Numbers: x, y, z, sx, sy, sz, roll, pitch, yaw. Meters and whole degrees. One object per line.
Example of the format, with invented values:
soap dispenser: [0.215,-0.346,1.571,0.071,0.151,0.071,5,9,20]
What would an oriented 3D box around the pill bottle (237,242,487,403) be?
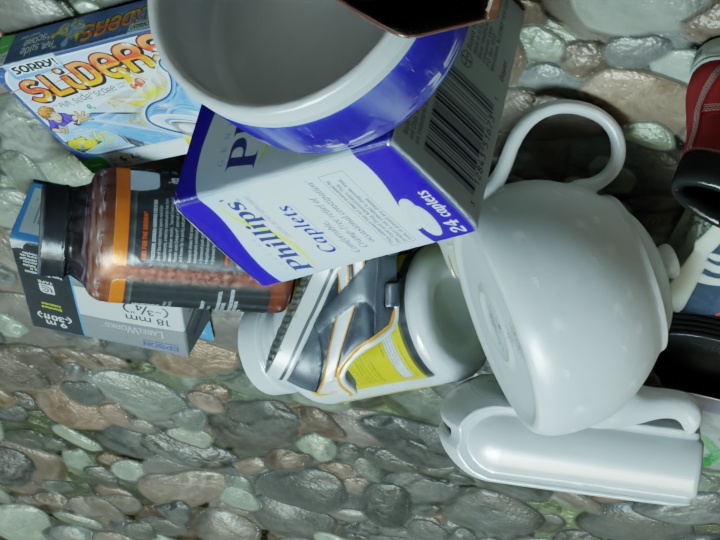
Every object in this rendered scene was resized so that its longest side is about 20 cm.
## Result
pill bottle: [0.001,0.047,1.931,0.199,0.113,0.112,-12,139,36]

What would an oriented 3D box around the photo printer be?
photo printer: [0.159,0.128,1.852,0.198,0.070,0.166,7,-173,1]

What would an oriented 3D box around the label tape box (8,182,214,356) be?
label tape box: [-0.206,0.018,2.023,0.143,0.064,0.201,10,147,10]

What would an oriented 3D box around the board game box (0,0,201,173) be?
board game box: [-0.162,-0.140,1.788,0.199,0.035,0.135,-10,140,35]

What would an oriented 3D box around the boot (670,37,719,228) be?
boot: [0.308,-0.065,1.596,0.199,0.145,0.073,14,146,1]

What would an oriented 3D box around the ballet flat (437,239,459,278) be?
ballet flat: [0.100,-0.010,1.840,0.066,0.067,0.200,-1,145,37]

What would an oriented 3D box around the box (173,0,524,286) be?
box: [-0.008,-0.109,1.628,0.199,0.185,0.105,-15,138,39]

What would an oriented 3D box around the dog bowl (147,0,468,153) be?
dog bowl: [-0.031,-0.178,1.508,0.199,0.202,0.079,-3,161,27]

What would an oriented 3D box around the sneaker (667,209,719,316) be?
sneaker: [0.281,-0.027,1.741,0.084,0.075,0.200,12,155,-3]

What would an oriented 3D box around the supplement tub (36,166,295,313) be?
supplement tub: [-0.150,-0.025,1.854,0.198,0.108,0.107,4,149,-9]

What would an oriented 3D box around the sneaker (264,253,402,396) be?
sneaker: [0.000,0.000,1.813,0.079,0.201,0.078,22,-169,-6]

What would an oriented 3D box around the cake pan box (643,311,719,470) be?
cake pan box: [0.271,0.089,1.936,0.183,0.053,0.200,12,148,3]

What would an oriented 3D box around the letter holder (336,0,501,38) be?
letter holder: [-0.025,-0.221,1.372,0.200,0.142,0.101,40,132,33]

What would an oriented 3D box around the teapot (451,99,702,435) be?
teapot: [0.160,0.011,1.727,0.145,0.198,0.200,-21,148,-7]
